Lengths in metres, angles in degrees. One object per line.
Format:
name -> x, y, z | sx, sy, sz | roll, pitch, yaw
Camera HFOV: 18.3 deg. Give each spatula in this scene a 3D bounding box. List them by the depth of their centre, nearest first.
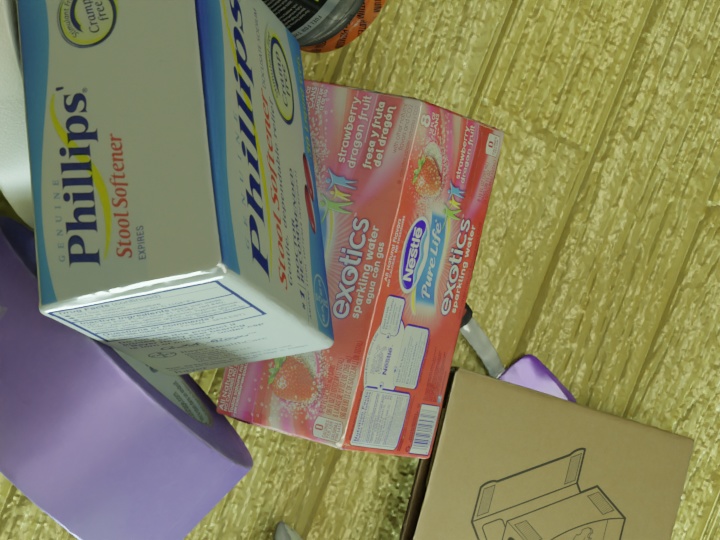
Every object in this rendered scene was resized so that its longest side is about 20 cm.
spatula -> 0.075, 0.043, 1.458 | 0.057, 0.021, 0.200 | -44, 114, -12

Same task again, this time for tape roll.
tape roll -> -0.176, -0.121, 1.212 | 0.037, 0.203, 0.204 | -13, 108, 9
tape roll -> -0.158, 0.068, 1.245 | 0.085, 0.200, 0.200 | -45, 116, 1

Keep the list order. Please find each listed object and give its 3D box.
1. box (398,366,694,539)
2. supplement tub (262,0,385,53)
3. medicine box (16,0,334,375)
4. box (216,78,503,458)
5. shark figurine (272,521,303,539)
box -> 0.120, 0.166, 1.468 | 0.199, 0.021, 0.165 | 17, 84, -29
supplement tub -> -0.074, -0.199, 1.259 | 0.200, 0.122, 0.123 | 23, 90, -50
medicine box -> -0.095, -0.056, 1.173 | 0.102, 0.200, 0.184 | -10, 76, 12
box -> 0.000, 0.000, 1.293 | 0.102, 0.094, 0.201 | 12, 91, -58
shark figurine -> -0.049, 0.283, 1.404 | 0.089, 0.216, 0.128 | -12, 142, 16
